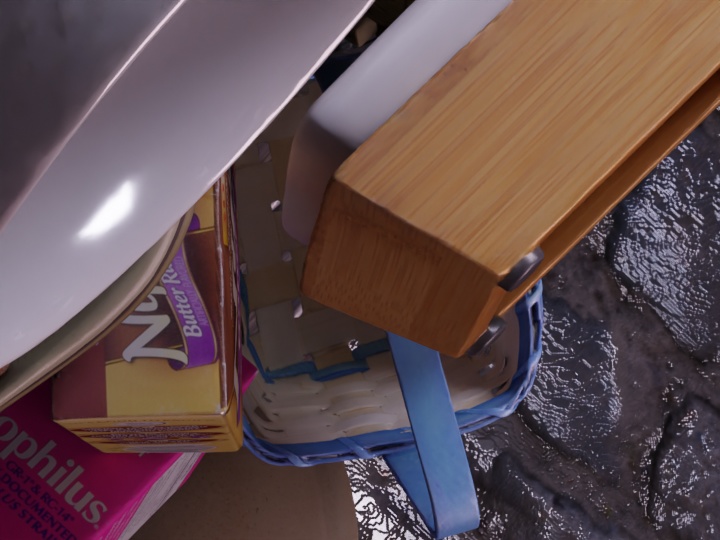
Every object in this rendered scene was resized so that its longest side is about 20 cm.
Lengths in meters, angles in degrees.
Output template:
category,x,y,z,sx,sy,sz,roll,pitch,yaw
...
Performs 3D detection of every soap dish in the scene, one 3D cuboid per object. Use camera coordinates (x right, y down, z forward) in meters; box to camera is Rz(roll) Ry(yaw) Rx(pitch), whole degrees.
category,x,y,z,sx,sy,sz,roll,pitch,yaw
soap dish,0.068,-0.064,0.861,0.200,0.081,0.157,-44,174,-12

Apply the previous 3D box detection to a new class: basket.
category,x,y,z,sx,sy,sz,roll,pitch,yaw
basket,0.000,0.000,1.058,0.139,0.176,0.200,-15,-169,-11

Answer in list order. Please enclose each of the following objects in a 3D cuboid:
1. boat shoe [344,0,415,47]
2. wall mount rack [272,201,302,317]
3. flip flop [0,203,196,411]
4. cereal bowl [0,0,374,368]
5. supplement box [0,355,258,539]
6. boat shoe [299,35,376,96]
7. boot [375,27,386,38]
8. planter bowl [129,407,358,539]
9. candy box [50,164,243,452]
category,x,y,z,sx,sy,sz,roll,pitch,yaw
boat shoe,0.006,-0.121,0.894,0.068,0.075,0.200,-49,-173,-2
wall mount rack,-0.072,0.033,1.563,0.174,0.075,0.200,-52,176,6
flip flop,-0.122,0.004,0.754,0.200,0.081,0.058,-43,162,-1
cereal bowl,-0.052,-0.074,0.597,0.200,0.083,0.200,-48,177,-4
supplement box,-0.145,0.085,1.010,0.200,0.101,0.103,-46,175,-35
boat shoe,0.013,-0.095,1.312,0.201,0.070,0.072,6,109,-85
boot,0.064,-0.148,1.006,0.200,0.070,0.146,-90,-158,-65
planter bowl,-0.120,0.124,1.225,0.135,0.200,0.200,5,132,-50
candy box,-0.067,-0.003,0.890,0.200,0.056,0.117,87,1,-84
